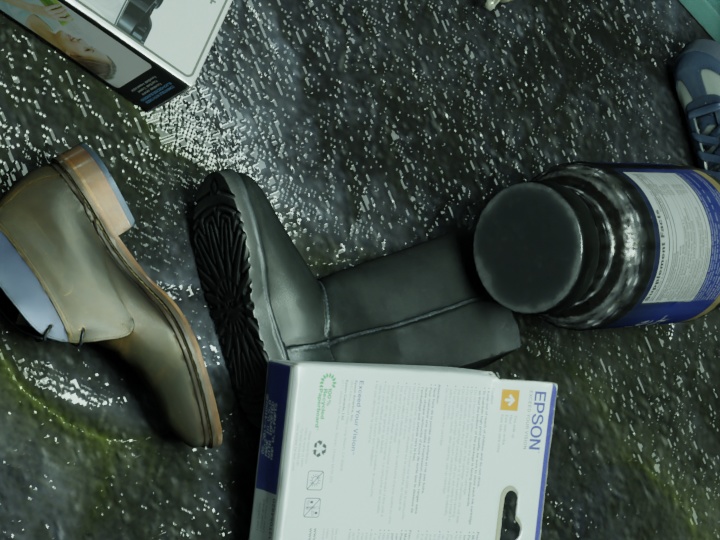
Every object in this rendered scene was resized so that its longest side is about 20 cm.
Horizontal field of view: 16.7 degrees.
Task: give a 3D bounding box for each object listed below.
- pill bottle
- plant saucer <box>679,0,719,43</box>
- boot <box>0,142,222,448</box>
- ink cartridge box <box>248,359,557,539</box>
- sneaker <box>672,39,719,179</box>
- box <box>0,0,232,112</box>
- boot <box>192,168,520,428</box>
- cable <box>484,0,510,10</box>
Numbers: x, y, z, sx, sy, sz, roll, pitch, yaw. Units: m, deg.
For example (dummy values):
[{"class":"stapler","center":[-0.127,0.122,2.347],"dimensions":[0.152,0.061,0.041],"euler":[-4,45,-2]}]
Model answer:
[{"class":"pill bottle","center":[0.166,-0.017,1.633],"dimensions":[0.200,0.112,0.112],"euler":[-2,78,-52]},{"class":"plant saucer","center":[0.263,-0.223,1.846],"dimensions":[0.200,0.019,0.070],"euler":[46,57,-16]},{"class":"boot","center":[-0.162,0.033,1.467],"dimensions":[0.097,0.075,0.200],"euler":[-28,93,-18]},{"class":"ink cartridge box","center":[0.023,0.158,1.530],"dimensions":[0.200,0.041,0.200],"euler":[6,92,-32]},{"class":"sneaker","center":[0.275,-0.070,1.778],"dimensions":[0.082,0.070,0.200],"euler":[-33,94,-37]},{"class":"box","center":[-0.175,-0.203,1.517],"dimensions":[0.200,0.060,0.117],"euler":[35,60,-22]},{"class":"boot","center":[0.000,0.001,1.573],"dimensions":[0.200,0.066,0.165],"euler":[-14,93,-33]},{"class":"cable","center":[0.128,-0.257,1.755],"dimensions":[0.200,0.050,0.097],"euler":[-30,81,-41]}]
